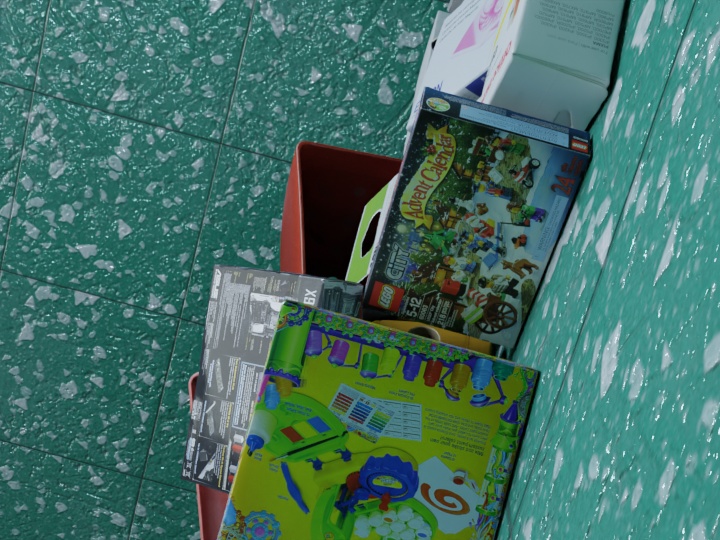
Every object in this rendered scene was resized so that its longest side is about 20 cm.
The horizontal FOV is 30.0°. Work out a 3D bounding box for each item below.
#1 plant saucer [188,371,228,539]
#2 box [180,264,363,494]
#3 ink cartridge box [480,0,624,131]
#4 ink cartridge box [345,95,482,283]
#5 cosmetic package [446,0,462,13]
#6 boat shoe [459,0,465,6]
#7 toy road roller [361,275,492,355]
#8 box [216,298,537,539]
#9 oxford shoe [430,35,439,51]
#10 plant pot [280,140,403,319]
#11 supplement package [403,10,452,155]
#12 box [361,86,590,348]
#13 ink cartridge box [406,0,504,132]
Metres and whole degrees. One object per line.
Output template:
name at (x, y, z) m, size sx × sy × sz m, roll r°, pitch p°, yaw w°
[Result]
plant saucer at (-0.077, 0.168, 1.221) m, size 0.200 × 0.037 × 0.201 m, roll -26°, pitch 64°, yaw 42°
box at (-0.080, 0.100, 1.176) m, size 0.157 × 0.050 × 0.201 m, roll 5°, pitch 86°, yaw 47°
ink cartridge box at (0.162, -0.210, 1.105) m, size 0.145 × 0.083 × 0.201 m, roll 111°, pitch 174°, yaw -65°
ink cartridge box at (0.080, -0.054, 1.224) m, size 0.200 × 0.076 × 0.148 m, roll -41°, pitch 23°, yaw 36°
cosmetic package at (0.176, -0.363, 1.552) m, size 0.200 × 0.106 × 0.091 m, roll 115°, pitch 176°, yaw -71°
boat shoe at (0.164, -0.329, 1.433) m, size 0.200 × 0.072 × 0.071 m, roll -32°, pitch 45°, yaw 53°
toy road roller at (0.059, 0.105, 1.230) m, size 0.201 × 0.122 × 0.147 m, roll -78°, pitch -12°, yaw -47°
box at (0.010, 0.140, 1.044) m, size 0.122 × 0.199 × 0.194 m, roll 147°, pitch 139°, yaw -87°
oxford shoe at (0.140, -0.239, 1.540) m, size 0.200 × 0.073 × 0.071 m, roll -133°, pitch 30°, yaw -67°
plant pot at (0.000, 0.000, 1.517) m, size 0.176 × 0.199 × 0.201 m, roll 121°, pitch 152°, yaw -50°
supplement package at (0.129, -0.224, 1.688) m, size 0.200 × 0.116 × 0.118 m, roll -76°, pitch 3°, yaw -56°
box at (0.090, -0.038, 1.088) m, size 0.038 × 0.136 × 0.201 m, roll -78°, pitch 3°, yaw -54°
ink cartridge box at (0.130, -0.243, 1.301) m, size 0.196 × 0.043 × 0.201 m, roll -33°, pitch 35°, yaw 58°
